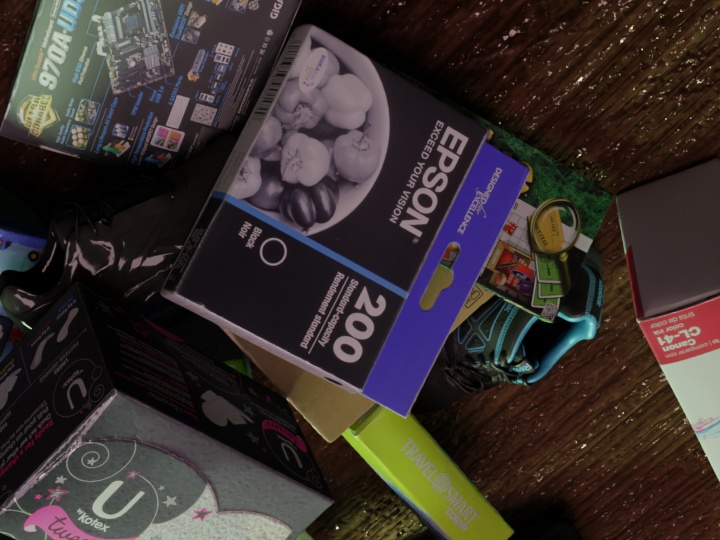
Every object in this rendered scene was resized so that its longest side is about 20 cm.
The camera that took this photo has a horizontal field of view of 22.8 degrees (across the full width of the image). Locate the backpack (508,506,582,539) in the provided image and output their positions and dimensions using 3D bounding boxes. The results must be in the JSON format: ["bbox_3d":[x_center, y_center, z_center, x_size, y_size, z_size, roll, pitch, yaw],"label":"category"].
[{"bbox_3d":[0.108,0.312,1.507,0.200,0.135,0.183,-14,128,13],"label":"backpack"}]

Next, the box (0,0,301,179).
[{"bbox_3d":[-0.137,-0.153,1.177,0.159,0.046,0.200,15,128,-14],"label":"box"}]

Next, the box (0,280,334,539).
[{"bbox_3d":[-0.140,0.124,1.162,0.132,0.115,0.200,-46,129,14],"label":"box"}]

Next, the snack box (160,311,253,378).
[{"bbox_3d":[-0.160,0.118,1.354,0.169,0.068,0.200,-11,139,-1],"label":"snack box"}]

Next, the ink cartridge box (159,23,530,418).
[{"bbox_3d":[0.000,-0.027,1.174,0.200,0.043,0.198,28,85,-21],"label":"ink cartridge box"}]

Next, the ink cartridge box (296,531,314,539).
[{"bbox_3d":[-0.141,0.280,1.430,0.084,0.200,0.146,45,138,21],"label":"ink cartridge box"}]

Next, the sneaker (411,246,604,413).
[{"bbox_3d":[0.097,0.055,1.329,0.073,0.082,0.200,35,122,-28],"label":"sneaker"}]

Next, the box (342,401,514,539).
[{"bbox_3d":[0.037,0.148,1.377,0.048,0.122,0.200,-44,123,-6],"label":"box"}]

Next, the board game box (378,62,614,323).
[{"bbox_3d":[0.073,-0.052,1.233,0.200,0.023,0.105,27,84,-22],"label":"board game box"}]

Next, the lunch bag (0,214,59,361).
[{"bbox_3d":[-0.295,0.026,1.217,0.200,0.094,0.151,16,101,-16],"label":"lunch bag"}]

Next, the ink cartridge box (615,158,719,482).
[{"bbox_3d":[0.261,0.045,1.281,0.086,0.148,0.200,-19,126,15],"label":"ink cartridge box"}]

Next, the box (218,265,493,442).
[{"bbox_3d":[0.000,0.000,1.252,0.200,0.021,0.164,-42,113,-2],"label":"box"}]

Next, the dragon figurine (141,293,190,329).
[{"bbox_3d":[-0.152,0.011,1.259,0.200,0.059,0.099,-41,81,-5],"label":"dragon figurine"}]

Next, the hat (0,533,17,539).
[{"bbox_3d":[-0.233,0.177,1.239,0.081,0.201,0.201,-30,139,-33],"label":"hat"}]

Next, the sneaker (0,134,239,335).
[{"bbox_3d":[-0.153,-0.022,1.177,0.200,0.076,0.091,-45,121,-3],"label":"sneaker"}]

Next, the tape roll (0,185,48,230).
[{"bbox_3d":[-0.321,0.013,1.310,0.200,0.048,0.201,-1,130,-1],"label":"tape roll"}]
